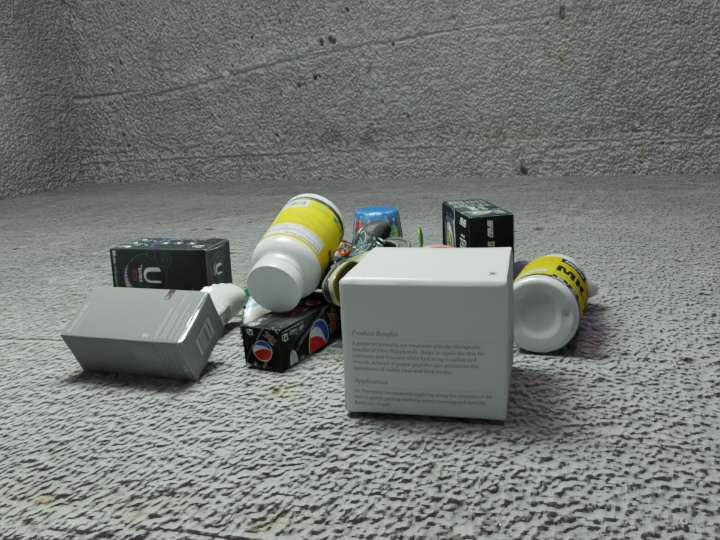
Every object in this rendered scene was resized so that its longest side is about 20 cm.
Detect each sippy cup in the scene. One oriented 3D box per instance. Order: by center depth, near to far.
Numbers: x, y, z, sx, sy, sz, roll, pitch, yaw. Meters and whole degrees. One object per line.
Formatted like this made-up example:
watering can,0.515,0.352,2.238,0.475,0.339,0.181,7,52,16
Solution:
sippy cup,0.038,-0.072,1.637,0.177,0.131,0.140,-8,15,-22

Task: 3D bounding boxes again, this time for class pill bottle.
pill bottle,0.289,0.042,1.146,0.114,0.115,0.200,3,15,22
pill bottle,-0.102,-0.027,1.171,0.112,0.113,0.200,2,34,18

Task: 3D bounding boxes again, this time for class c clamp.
c clamp,0.000,0.000,1.360,0.200,0.027,0.171,-40,22,-2

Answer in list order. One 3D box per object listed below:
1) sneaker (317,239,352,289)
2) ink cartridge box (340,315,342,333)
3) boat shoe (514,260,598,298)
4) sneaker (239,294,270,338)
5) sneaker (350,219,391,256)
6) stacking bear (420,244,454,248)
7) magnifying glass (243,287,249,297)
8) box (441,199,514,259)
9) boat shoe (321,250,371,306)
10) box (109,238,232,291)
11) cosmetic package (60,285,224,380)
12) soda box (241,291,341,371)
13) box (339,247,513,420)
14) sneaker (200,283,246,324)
sneaker,-0.069,0.004,1.310,0.075,0.079,0.200,21,26,17
ink cartridge box,0.077,0.071,1.184,0.199,0.060,0.104,0,14,12
boat shoe,0.333,0.028,1.326,0.065,0.074,0.200,24,-5,-28
sneaker,-0.139,0.063,1.248,0.072,0.072,0.200,10,20,19
sneaker,0.007,-0.025,1.512,0.079,0.076,0.200,23,56,37
stacking bear,0.126,0.009,1.339,0.113,0.122,0.200,-34,3,-3
magnifying glass,-0.180,0.029,1.307,0.079,0.022,0.200,-26,-3,-29
box,0.215,-0.038,1.389,0.086,0.165,0.200,-4,14,-7
boat shoe,-0.023,0.015,1.177,0.066,0.072,0.201,-9,11,22
box,-0.354,0.007,1.407,0.199,0.123,0.106,0,13,15
cosmetic package,-0.312,0.088,1.076,0.199,0.090,0.107,3,44,16
soda box,-0.094,0.088,1.141,0.070,0.064,0.200,5,16,27
box,0.093,0.069,0.947,0.198,0.172,0.200,1,14,14
sneaker,-0.255,0.081,1.213,0.080,0.077,0.200,17,30,37
